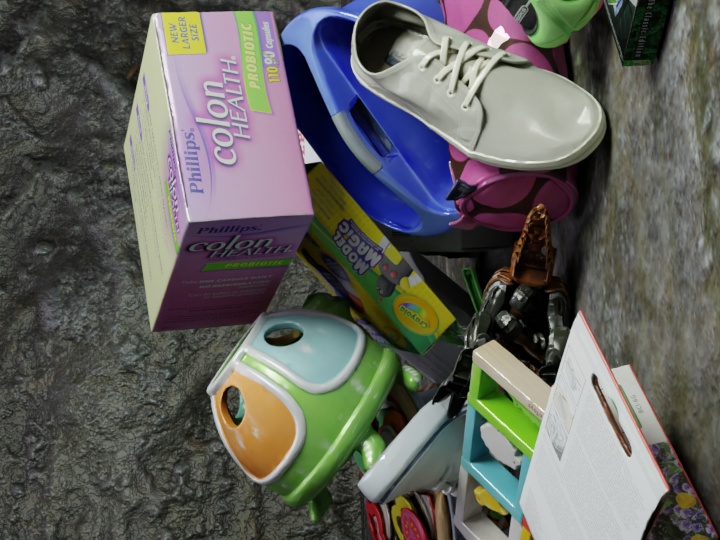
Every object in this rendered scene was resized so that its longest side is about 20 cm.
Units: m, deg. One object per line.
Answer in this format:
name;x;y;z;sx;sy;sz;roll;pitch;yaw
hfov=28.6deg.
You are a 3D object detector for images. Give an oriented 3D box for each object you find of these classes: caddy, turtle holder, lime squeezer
caddy;0.021;-0.121;1.083;0.141;0.105;0.200;-24;107;49
turtle holder;-0.035;0.086;1.098;0.186;0.131;0.141;-57;5;-26
lime squeezer;0.116;0.099;1.154;0.071;0.037;0.202;28;-124;-76

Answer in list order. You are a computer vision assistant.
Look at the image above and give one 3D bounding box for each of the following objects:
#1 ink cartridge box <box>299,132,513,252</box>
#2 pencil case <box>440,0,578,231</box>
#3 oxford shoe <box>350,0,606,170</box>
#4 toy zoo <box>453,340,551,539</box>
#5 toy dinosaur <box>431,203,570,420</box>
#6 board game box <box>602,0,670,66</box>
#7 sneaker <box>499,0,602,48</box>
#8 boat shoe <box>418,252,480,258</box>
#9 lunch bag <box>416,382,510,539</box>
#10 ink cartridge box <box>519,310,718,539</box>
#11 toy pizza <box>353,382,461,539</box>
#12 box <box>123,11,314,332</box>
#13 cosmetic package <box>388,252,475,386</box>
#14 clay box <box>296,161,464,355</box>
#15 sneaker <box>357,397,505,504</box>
ink cartridge box;0.030;-0.091;1.245;0.083;0.199;0.147;-5;-85;-50
pencil case;0.098;-0.129;0.996;0.093;0.090;0.201;-29;51;45
oxford shoe;0.068;-0.123;0.922;0.075;0.199;0.058;-53;-30;-14
toy zoo;0.114;0.159;0.934;0.131;0.020;0.201;41;143;38
toy dinosaur;0.109;0.039;0.996;0.136;0.101;0.201;-72;-33;-45
board game box;0.148;-0.222;0.808;0.105;0.023;0.201;91;175;-49
sneaker;0.102;-0.228;0.924;0.084;0.077;0.201;38;-159;-36
boat shoe;0.090;-0.073;1.322;0.200;0.067;0.072;102;169;-58
lunch bag;0.073;0.203;1.242;0.161;0.075;0.201;81;165;-49
ink cartridge box;0.137;0.116;0.740;0.201;0.050;0.109;95;158;-52
toy pizza;0.030;0.180;1.176;0.200;0.031;0.202;168;90;-72
box;-0.117;-0.073;1.107;0.200;0.096;0.177;120;142;-60
cosmetic package;0.065;0.044;1.351;0.074;0.101;0.200;-50;10;8
clay box;0.000;0.000;1.170;0.200;0.048;0.115;50;167;-13
sneaker;0.068;0.134;1.026;0.073;0.071;0.200;-52;-15;26
